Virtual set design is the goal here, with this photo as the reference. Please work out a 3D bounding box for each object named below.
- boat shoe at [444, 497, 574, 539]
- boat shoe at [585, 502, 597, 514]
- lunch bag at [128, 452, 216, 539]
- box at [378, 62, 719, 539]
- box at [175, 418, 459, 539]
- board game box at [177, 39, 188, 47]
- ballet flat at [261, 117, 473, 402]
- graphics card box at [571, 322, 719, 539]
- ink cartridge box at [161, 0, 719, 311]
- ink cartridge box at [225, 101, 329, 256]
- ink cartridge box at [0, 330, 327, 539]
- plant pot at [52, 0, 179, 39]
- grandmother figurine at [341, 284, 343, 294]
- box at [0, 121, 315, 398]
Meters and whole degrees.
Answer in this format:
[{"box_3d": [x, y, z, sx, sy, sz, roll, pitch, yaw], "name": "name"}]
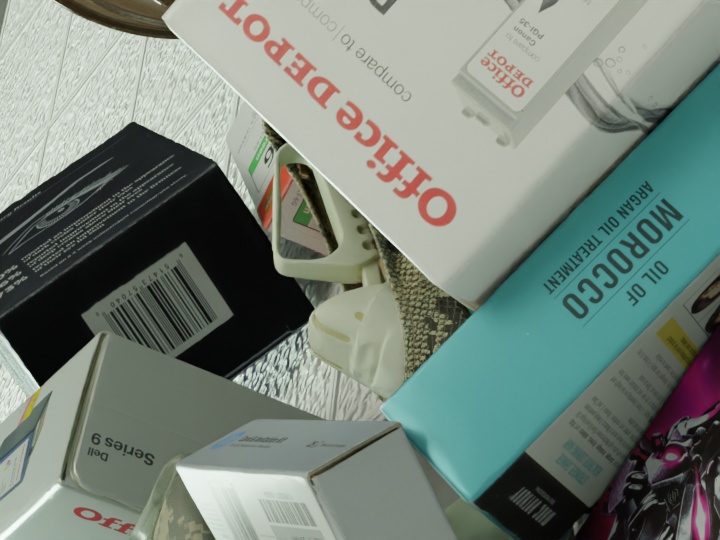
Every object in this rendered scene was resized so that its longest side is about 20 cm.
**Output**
[{"box_3d": [0.048, 0.130, 1.056, 0.070, 0.072, 0.201, -50, 2, -24], "name": "boat shoe"}, {"box_3d": [0.082, 0.055, 1.035, 0.200, 0.069, 0.084, -28, 32, 58], "name": "boat shoe"}, {"box_3d": [-0.064, 0.207, 1.209, 0.164, 0.118, 0.200, -101, 31, -46], "name": "lunch bag"}, {"box_3d": [0.103, 0.002, 0.927, 0.200, 0.082, 0.049, -45, 63, 1], "name": "box"}, {"box_3d": [0.017, 0.147, 0.966, 0.041, 0.200, 0.156, -28, 6, -18], "name": "box"}, {"box_3d": [-0.005, -0.186, 1.307, 0.103, 0.105, 0.200, -1, 65, 40], "name": "board game box"}, {"box_3d": [0.000, 0.000, 1.225, 0.068, 0.075, 0.200, 113, 144, -48], "name": "ballet flat"}, {"box_3d": [0.134, 0.088, 0.894, 0.200, 0.051, 0.125, -57, 31, 25], "name": "graphics card box"}, {"box_3d": [0.056, -0.103, 0.932, 0.200, 0.147, 0.083, -48, -19, 6], "name": "ink cartridge box"}, {"box_3d": [-0.013, -0.071, 1.450, 0.109, 0.050, 0.200, -62, 21, 16], "name": "ink cartridge box"}, {"box_3d": [-0.109, 0.122, 1.365, 0.200, 0.145, 0.088, -38, 34, 56], "name": "ink cartridge box"}, {"box_3d": [-0.054, -0.176, 1.088, 0.200, 0.200, 0.198, -66, 18, 7], "name": "plant pot"}, {"box_3d": [0.026, -0.060, 1.320, 0.121, 0.061, 0.200, -27, 45, 49], "name": "grandmother figurine"}, {"box_3d": [-0.133, 0.009, 1.517, 0.148, 0.104, 0.200, -36, 17, -8], "name": "box"}]
